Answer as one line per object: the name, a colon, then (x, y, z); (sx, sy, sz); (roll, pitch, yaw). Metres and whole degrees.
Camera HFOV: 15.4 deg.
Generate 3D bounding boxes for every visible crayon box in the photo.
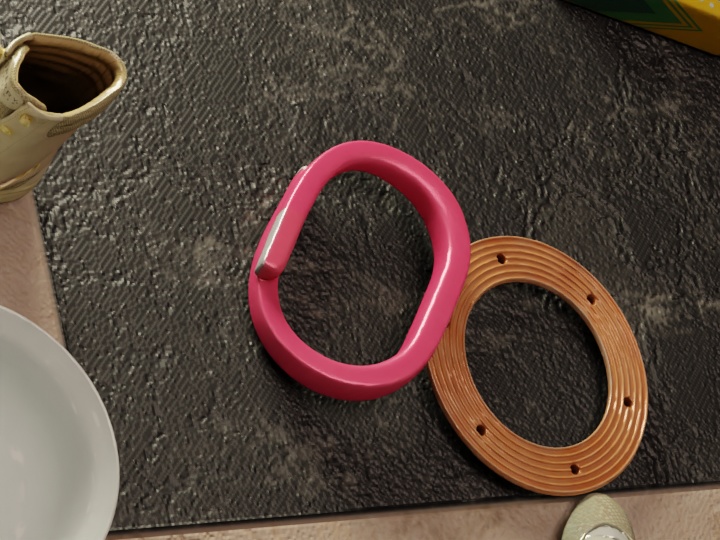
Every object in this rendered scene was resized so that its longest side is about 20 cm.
crayon box: (0.250, -0.257, 2.171); (0.200, 0.052, 0.126); (17, 59, -28)

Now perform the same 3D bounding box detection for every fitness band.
fitness band: (0.000, 0.000, 1.872); (0.144, 0.037, 0.200); (33, 54, -11)

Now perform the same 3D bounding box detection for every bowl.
bowl: (-0.254, 0.122, 1.609); (0.201, 0.090, 0.201); (15, 61, -29)

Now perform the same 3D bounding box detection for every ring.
ring: (0.126, 0.070, 1.946); (0.200, 0.019, 0.200); (16, 59, -28)

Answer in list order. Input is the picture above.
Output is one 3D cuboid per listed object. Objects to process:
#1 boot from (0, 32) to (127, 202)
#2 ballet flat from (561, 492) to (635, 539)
boot: (-0.257, -0.085, 1.665); (0.200, 0.155, 0.073); (-9, 74, -37)
ballet flat: (0.166, 0.236, 1.864); (0.067, 0.062, 0.200); (32, 53, -18)
